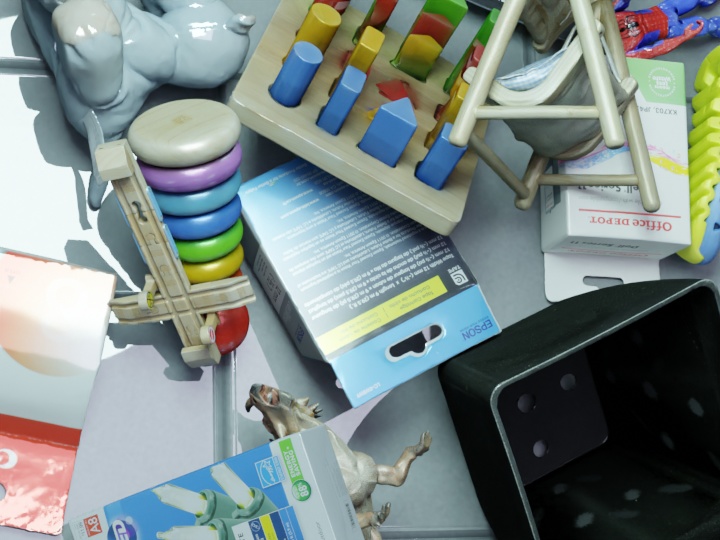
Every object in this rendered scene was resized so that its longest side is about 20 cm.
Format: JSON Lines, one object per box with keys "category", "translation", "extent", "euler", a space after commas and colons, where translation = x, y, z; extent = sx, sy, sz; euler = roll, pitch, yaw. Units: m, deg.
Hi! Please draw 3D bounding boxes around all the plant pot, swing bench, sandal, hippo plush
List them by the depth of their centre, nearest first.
{"category": "swing bench", "translation": [0.163, -0.165, 1.237], "extent": [0.128, 0.199, 0.203], "euler": [2, 78, 20]}
{"category": "plant pot", "translation": [0.168, 0.122, 1.241], "extent": [0.198, 0.177, 0.202], "euler": [-25, 107, -19]}
{"category": "hippo plush", "translation": [-0.161, -0.184, 1.244], "extent": [0.159, 0.159, 0.202], "euler": [-19, 84, -17]}
{"category": "sandal", "translation": [0.324, -0.096, 1.400], "extent": [0.086, 0.079, 0.202], "euler": [22, 75, -13]}

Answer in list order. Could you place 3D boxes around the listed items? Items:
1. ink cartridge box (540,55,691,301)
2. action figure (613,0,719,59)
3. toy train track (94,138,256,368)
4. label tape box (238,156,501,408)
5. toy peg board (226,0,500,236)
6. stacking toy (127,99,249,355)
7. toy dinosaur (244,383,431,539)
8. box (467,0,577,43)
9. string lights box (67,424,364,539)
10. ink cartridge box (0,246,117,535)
{"category": "ink cartridge box", "translation": [0.215, -0.075, 1.368], "extent": [0.115, 0.067, 0.203], "euler": [3, 78, -14]}
{"category": "action figure", "translation": [0.283, -0.228, 1.393], "extent": [0.198, 0.099, 0.066], "euler": [-18, 81, -22]}
{"category": "toy train track", "translation": [-0.148, -0.003, 1.182], "extent": [0.113, 0.033, 0.202], "euler": [-10, 124, 15]}
{"category": "label tape box", "translation": [0.000, 0.000, 1.283], "extent": [0.142, 0.066, 0.201], "euler": [-26, 78, -19]}
{"category": "toy peg board", "translation": [0.023, -0.162, 1.269], "extent": [0.198, 0.098, 0.200], "euler": [28, 39, -6]}
{"category": "stacking toy", "translation": [-0.122, -0.023, 1.225], "extent": [0.084, 0.085, 0.202], "euler": [-15, 121, -17]}
{"category": "toy dinosaur", "translation": [-0.025, 0.181, 1.243], "extent": [0.134, 0.086, 0.203], "euler": [9, 105, 28]}
{"category": "box", "translation": [0.133, -0.318, 1.350], "extent": [0.198, 0.050, 0.200], "euler": [22, 112, -9]}
{"category": "string lights box", "translation": [-0.104, 0.196, 1.182], "extent": [0.198, 0.059, 0.104], "euler": [-22, 84, 17]}
{"category": "ink cartridge box", "translation": [-0.282, 0.083, 1.215], "extent": [0.160, 0.050, 0.203], "euler": [13, 73, -12]}
